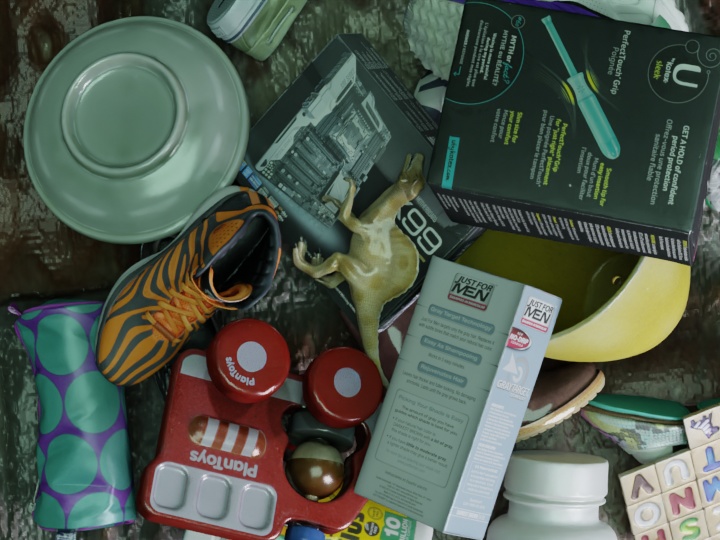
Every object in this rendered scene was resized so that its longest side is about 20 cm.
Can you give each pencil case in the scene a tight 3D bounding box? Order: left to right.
[{"bbox_3d":[-0.243,0.124,1.513,0.092,0.085,0.202,-4,92,-1],"label":"pencil case"}]

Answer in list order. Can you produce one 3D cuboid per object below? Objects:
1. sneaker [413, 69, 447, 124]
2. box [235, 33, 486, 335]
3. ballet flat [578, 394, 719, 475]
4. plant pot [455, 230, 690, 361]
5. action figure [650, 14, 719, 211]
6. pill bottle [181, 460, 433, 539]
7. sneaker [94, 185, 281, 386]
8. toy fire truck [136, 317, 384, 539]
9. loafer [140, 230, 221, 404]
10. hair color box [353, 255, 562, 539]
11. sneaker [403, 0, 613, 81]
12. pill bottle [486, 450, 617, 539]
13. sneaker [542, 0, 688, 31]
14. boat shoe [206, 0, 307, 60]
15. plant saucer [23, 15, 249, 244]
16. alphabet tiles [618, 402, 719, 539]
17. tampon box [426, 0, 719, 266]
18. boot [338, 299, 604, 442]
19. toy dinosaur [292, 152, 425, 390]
[{"bbox_3d":[0.106,-0.127,1.533,0.129,0.080,0.201,15,81,4],"label":"sneaker"},{"bbox_3d":[0.002,-0.071,1.488,0.158,0.050,0.200,-44,78,25],"label":"box"},{"bbox_3d":[0.290,0.144,1.567,0.198,0.069,0.072,-2,104,-6],"label":"ballet flat"},{"bbox_3d":[0.199,-0.003,1.501,0.142,0.200,0.201,34,89,-42],"label":"plant pot"},{"bbox_3d":[0.293,-0.111,1.522,0.200,0.054,0.119,46,56,-44],"label":"action figure"},{"bbox_3d":[-0.047,0.227,1.517,0.198,0.113,0.114,19,90,-4],"label":"pill bottle"},{"bbox_3d":[-0.140,0.020,1.437,0.077,0.112,0.200,37,93,-21],"label":"sneaker"},{"bbox_3d":[-0.072,0.144,1.439,0.199,0.112,0.169,17,67,-17],"label":"toy fire truck"},{"bbox_3d":[-0.150,0.057,1.528,0.071,0.063,0.202,-14,93,-5],"label":"loafer"},{"bbox_3d":[0.077,0.100,1.412,0.099,0.060,0.202,18,89,40],"label":"hair color box"},{"bbox_3d":[0.137,-0.193,1.479,0.199,0.100,0.070,16,122,13],"label":"sneaker"},{"bbox_3d":[0.163,0.260,1.533,0.113,0.114,0.202,3,91,-4],"label":"pill bottle"},{"bbox_3d":[0.194,-0.235,1.540,0.200,0.078,0.099,41,86,5],"label":"sneaker"},{"bbox_3d":[-0.053,-0.272,1.532,0.062,0.072,0.200,37,93,-29],"label":"boat shoe"},{"bbox_3d":[-0.194,-0.125,1.495,0.198,0.050,0.202,-2,77,9],"label":"plant saucer"},{"bbox_3d":[0.326,0.183,1.559,0.199,0.008,0.168,-20,121,-4],"label":"alphabet tiles"},{"bbox_3d":[0.168,-0.103,1.347,0.198,0.126,0.151,11,82,13],"label":"tampon box"},{"bbox_3d":[0.096,0.069,1.542,0.199,0.072,0.168,-22,95,0],"label":"boot"},{"bbox_3d":[0.000,0.000,1.439,0.100,0.058,0.202,15,104,23],"label":"toy dinosaur"}]
